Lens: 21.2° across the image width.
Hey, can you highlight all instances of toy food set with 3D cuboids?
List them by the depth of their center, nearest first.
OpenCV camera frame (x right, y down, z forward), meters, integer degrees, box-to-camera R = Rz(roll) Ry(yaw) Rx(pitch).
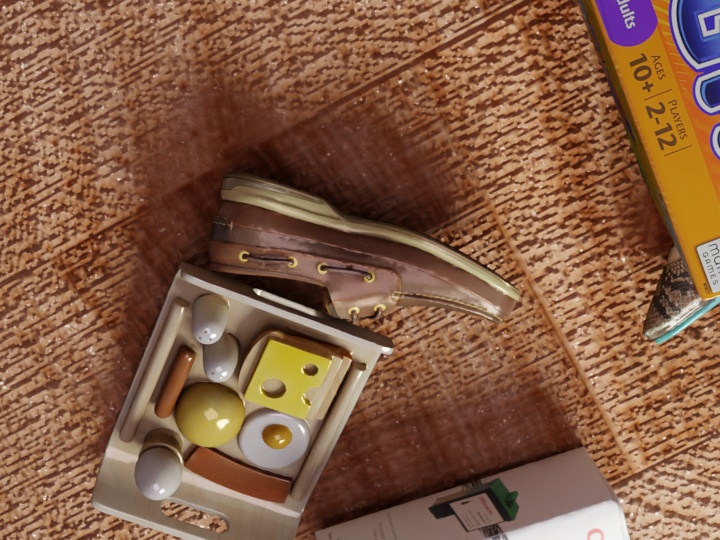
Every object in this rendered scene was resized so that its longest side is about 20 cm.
[{"bbox_3d":[-0.079,0.098,1.243,0.142,0.061,0.201,19,123,-10],"label":"toy food set"}]

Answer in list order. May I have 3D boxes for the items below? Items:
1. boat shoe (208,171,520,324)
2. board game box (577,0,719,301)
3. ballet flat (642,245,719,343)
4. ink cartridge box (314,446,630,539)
[{"bbox_3d":[0.000,0.000,1.203,0.199,0.072,0.068,19,88,-4],"label":"boat shoe"},{"bbox_3d":[0.235,-0.142,1.089,0.199,0.200,0.201,-22,113,7],"label":"board game box"},{"bbox_3d":[0.254,-0.031,1.220,0.199,0.068,0.076,-28,90,4],"label":"ballet flat"},{"bbox_3d":[0.086,0.223,1.297,0.198,0.084,0.147,-17,114,-2],"label":"ink cartridge box"}]
